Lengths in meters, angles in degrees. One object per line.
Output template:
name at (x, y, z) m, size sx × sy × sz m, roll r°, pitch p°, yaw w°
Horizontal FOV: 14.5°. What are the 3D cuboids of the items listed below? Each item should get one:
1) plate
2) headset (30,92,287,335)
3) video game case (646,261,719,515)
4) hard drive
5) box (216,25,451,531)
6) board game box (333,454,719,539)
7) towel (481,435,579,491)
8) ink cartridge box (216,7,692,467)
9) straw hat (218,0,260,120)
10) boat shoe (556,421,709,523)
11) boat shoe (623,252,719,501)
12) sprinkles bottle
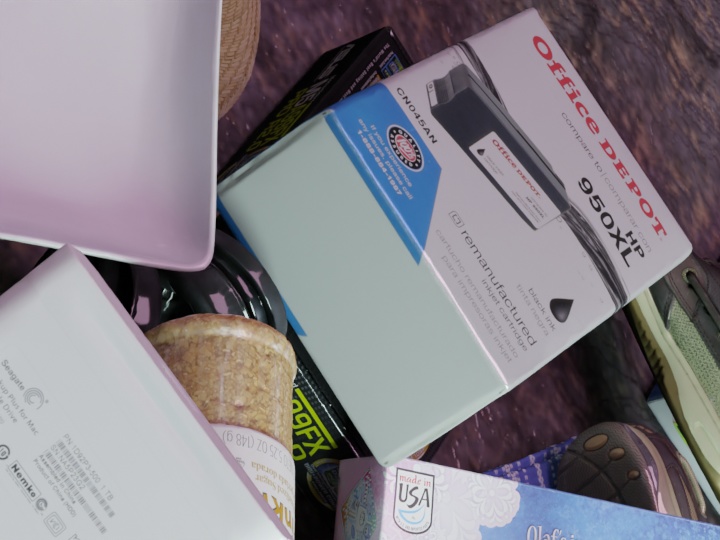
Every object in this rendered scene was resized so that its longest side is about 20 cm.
plate at (-0.154, -0.098, 1.148) m, size 0.199 × 0.032 × 0.201 m, roll 9°, pitch 65°, yaw -16°
headset at (-0.098, 0.015, 1.200) m, size 0.123 × 0.094 × 0.201 m, roll -4°, pitch 90°, yaw -39°
video game case at (0.256, 0.082, 1.617) m, size 0.182 × 0.045 × 0.200 m, roll 56°, pitch 39°, yaw -19°
hard drive at (-0.140, 0.104, 0.980) m, size 0.132 × 0.200 × 0.026 m, roll 52°, pitch 3°, yaw 15°
box at (0.000, 0.000, 1.339) m, size 0.161 × 0.044 × 0.200 m, roll 57°, pitch 39°, yaw -16°
board game box at (0.072, 0.198, 1.274) m, size 0.199 × 0.043 × 0.200 m, roll 14°, pitch 74°, yaw -32°
towel at (0.079, 0.167, 1.386) m, size 0.200 × 0.024 × 0.146 m, roll -13°, pitch 87°, yaw -51°
ink cartridge box at (0.046, -0.021, 1.278) m, size 0.145 × 0.084 × 0.200 m, roll 57°, pitch 35°, yaw 1°
straw hat at (-0.084, -0.161, 1.274) m, size 0.201 × 0.085 × 0.202 m, roll 25°, pitch 55°, yaw -42°
boat shoe at (0.160, 0.170, 1.404) m, size 0.073 × 0.074 × 0.201 m, roll -8°, pitch 84°, yaw -50°
boat shoe at (0.179, 0.030, 1.478) m, size 0.072 × 0.066 × 0.202 m, roll 62°, pitch 6°, yaw -66°
sprinkles bottle at (-0.057, 0.116, 1.058) m, size 0.068 × 0.068 × 0.201 m, roll 30°, pitch 46°, yaw -40°
